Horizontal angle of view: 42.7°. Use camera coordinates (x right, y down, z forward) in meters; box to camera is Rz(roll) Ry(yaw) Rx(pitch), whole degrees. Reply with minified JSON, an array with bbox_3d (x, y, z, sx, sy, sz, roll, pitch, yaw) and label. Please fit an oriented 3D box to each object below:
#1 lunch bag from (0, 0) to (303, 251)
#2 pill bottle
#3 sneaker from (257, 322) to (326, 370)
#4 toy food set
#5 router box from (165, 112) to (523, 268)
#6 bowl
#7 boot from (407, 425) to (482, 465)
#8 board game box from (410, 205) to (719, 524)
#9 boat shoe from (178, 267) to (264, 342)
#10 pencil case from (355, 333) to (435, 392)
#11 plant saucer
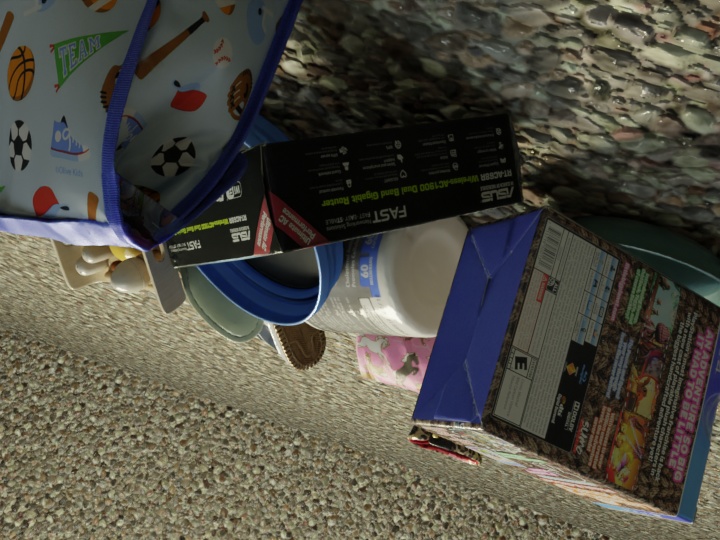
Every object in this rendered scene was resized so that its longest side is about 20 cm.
[{"bbox_3d":[-0.139,-0.110,0.494,0.168,0.203,0.124,8,160,31],"label":"lunch bag"},{"bbox_3d":[0.000,0.000,0.838,0.113,0.115,0.199,31,160,-36],"label":"pill bottle"},{"bbox_3d":[-0.104,0.007,0.990,0.108,0.070,0.202,31,144,47],"label":"sneaker"},{"bbox_3d":[-0.253,-0.037,0.890,0.198,0.060,0.145,8,119,45],"label":"toy food set"},{"bbox_3d":[-0.014,-0.052,0.608,0.198,0.063,0.149,-13,-175,-34],"label":"router box"},{"bbox_3d":[-0.095,-0.047,0.769,0.199,0.039,0.202,30,141,27],"label":"bowl"},{"bbox_3d":[0.088,0.127,1.073,0.198,0.152,0.073,27,162,-25],"label":"boot"},{"bbox_3d":[0.161,0.073,0.681,0.198,0.161,0.097,27,163,-22],"label":"board game box"},{"bbox_3d":[-0.154,-0.022,0.908,0.203,0.071,0.061,58,180,1],"label":"boat shoe"},{"bbox_3d":[0.093,0.078,0.883,0.198,0.088,0.082,10,-168,29],"label":"pencil case"},{"bbox_3d":[0.216,0.004,0.744,0.197,0.036,0.200,17,163,5],"label":"plant saucer"}]
